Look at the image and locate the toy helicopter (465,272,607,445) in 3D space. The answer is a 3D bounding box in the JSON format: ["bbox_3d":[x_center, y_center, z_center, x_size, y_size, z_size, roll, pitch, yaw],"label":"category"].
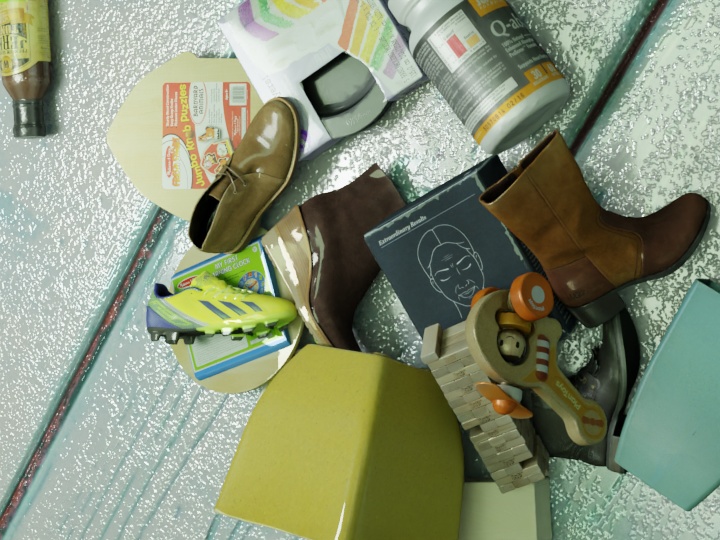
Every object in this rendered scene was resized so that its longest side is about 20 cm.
[{"bbox_3d":[0.177,0.109,1.460,0.200,0.133,0.079,46,143,-18],"label":"toy helicopter"}]

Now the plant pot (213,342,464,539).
[{"bbox_3d":[-0.006,0.189,1.547,0.194,0.193,0.202,5,79,42],"label":"plant pot"}]

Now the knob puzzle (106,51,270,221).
[{"bbox_3d":[-0.202,-0.159,1.734,0.217,0.030,0.222,0,92,7],"label":"knob puzzle"}]

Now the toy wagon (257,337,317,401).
[{"bbox_3d":[-0.023,0.172,1.695,0.199,0.039,0.156,30,106,18],"label":"toy wagon"}]

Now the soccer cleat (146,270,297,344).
[{"bbox_3d":[-0.164,0.039,1.680,0.198,0.065,0.085,-5,78,28],"label":"soccer cleat"}]

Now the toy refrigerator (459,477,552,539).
[{"bbox_3d":[0.111,0.272,1.634,0.198,0.070,0.077,-5,86,23],"label":"toy refrigerator"}]

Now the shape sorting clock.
[{"bbox_3d":[-0.148,0.045,1.728,0.198,0.039,0.203,-2,87,29],"label":"shape sorting clock"}]

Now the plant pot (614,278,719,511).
[{"bbox_3d":[0.350,0.130,1.469,0.141,0.141,0.201,34,101,17],"label":"plant pot"}]

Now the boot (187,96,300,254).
[{"bbox_3d":[-0.131,-0.104,1.650,0.073,0.075,0.201,36,111,25],"label":"boot"}]

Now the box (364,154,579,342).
[{"bbox_3d":[0.124,0.003,1.565,0.148,0.107,0.201,-28,95,22],"label":"box"}]

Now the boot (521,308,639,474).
[{"bbox_3d":[0.208,0.130,1.574,0.172,0.069,0.202,6,104,22],"label":"boot"}]

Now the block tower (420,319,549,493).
[{"bbox_3d":[0.133,0.143,1.521,0.057,0.054,0.201,-23,115,19],"label":"block tower"}]

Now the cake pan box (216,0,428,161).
[{"bbox_3d":[-0.040,-0.248,1.654,0.183,0.052,0.201,-31,86,21],"label":"cake pan box"}]

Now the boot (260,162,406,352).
[{"bbox_3d":[0.000,0.000,1.642,0.165,0.072,0.201,-30,89,0],"label":"boot"}]

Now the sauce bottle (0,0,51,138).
[{"bbox_3d":[-0.415,-0.265,1.809,0.064,0.065,0.203,-2,93,23],"label":"sauce bottle"}]

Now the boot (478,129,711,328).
[{"bbox_3d":[0.242,-0.068,1.484,0.188,0.069,0.200,-37,116,8],"label":"boot"}]

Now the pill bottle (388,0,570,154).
[{"bbox_3d":[0.123,-0.233,1.557,0.116,0.116,0.201,-39,80,21],"label":"pill bottle"}]
